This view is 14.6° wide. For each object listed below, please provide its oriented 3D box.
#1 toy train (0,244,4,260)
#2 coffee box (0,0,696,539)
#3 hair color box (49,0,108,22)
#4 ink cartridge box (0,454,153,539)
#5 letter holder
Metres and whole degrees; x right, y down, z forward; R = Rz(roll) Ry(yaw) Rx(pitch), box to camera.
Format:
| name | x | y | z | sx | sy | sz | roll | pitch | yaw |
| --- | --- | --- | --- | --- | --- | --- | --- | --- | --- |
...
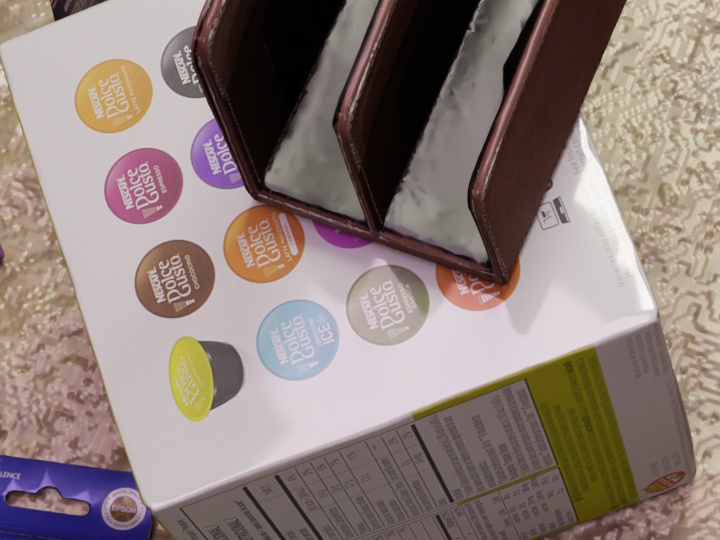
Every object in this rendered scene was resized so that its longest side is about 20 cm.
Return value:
| name | x | y | z | sx | sy | sz | roll | pitch | yaw |
| --- | --- | --- | --- | --- | --- | --- | --- | --- | --- |
| toy train | -0.243 | 0.008 | 1.212 | 0.200 | 0.056 | 0.150 | 35 | 80 | 19 |
| coffee box | 0.000 | 0.000 | 1.092 | 0.198 | 0.200 | 0.200 | -21 | 68 | 3 |
| hair color box | -0.019 | -0.125 | 1.151 | 0.200 | 0.102 | 0.061 | -11 | 76 | -21 |
| ink cartridge box | -0.147 | 0.166 | 1.140 | 0.095 | 0.037 | 0.200 | 7 | 65 | 8 |
| letter holder | 0.034 | -0.121 | 0.946 | 0.101 | 0.142 | 0.200 | 19 | 73 | 15 |
